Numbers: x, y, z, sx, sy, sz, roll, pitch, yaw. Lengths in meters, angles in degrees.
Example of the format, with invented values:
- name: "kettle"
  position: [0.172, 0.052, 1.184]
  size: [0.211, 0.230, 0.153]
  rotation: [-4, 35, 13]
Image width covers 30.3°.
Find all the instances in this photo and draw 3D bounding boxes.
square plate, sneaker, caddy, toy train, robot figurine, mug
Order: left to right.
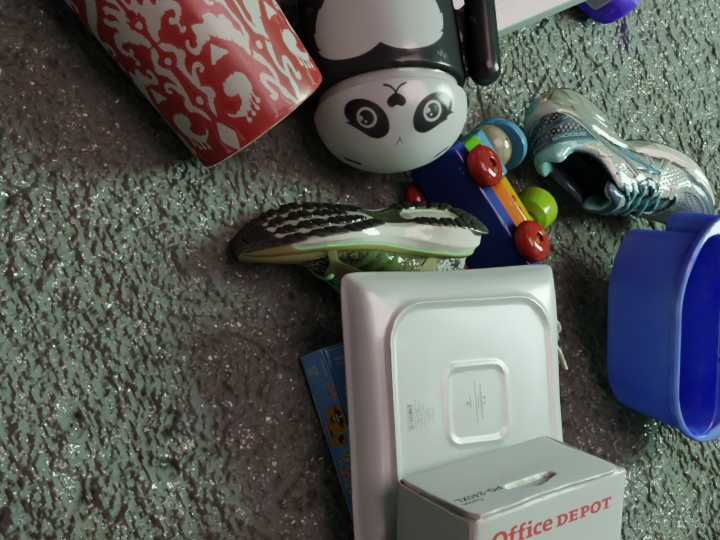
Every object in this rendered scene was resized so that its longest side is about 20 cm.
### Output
- name: "mug"
  position: [-0.113, -0.197, 0.937]
  size: [0.178, 0.133, 0.201]
  rotation: [-46, 106, -34]
- name: "sneaker"
  position: [0.000, 0.000, 0.992]
  size: [0.198, 0.077, 0.089]
  rotation: [-1, 109, -21]
- name: "robot figurine"
  position: [0.016, -0.176, 1.022]
  size: [0.124, 0.150, 0.202]
  rotation: [8, 70, -47]
- name: "square plate"
  position: [0.078, 0.098, 0.970]
  size: [0.197, 0.028, 0.202]
  rotation: [-2, 88, -34]
- name: "toy train"
  position: [0.131, -0.026, 1.094]
  size: [0.201, 0.084, 0.116]
  rotation: [56, 38, -9]
- name: "sneaker"
  position: [0.225, -0.073, 1.163]
  size: [0.199, 0.078, 0.087]
  rotation: [26, 44, -16]
- name: "caddy"
  position: [0.287, 0.044, 1.121]
  size: [0.141, 0.105, 0.202]
  rotation: [-20, 115, -40]

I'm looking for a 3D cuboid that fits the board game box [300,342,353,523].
- name: "board game box"
  position: [0.051, 0.139, 1.002]
  size: [0.150, 0.037, 0.202]
  rotation: [-14, 85, -37]

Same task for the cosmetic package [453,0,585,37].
- name: "cosmetic package"
  position: [0.114, -0.281, 1.133]
  size: [0.199, 0.052, 0.152]
  rotation: [-24, 92, -16]

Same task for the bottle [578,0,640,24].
- name: "bottle"
  position: [0.183, -0.319, 1.225]
  size: [0.200, 0.065, 0.084]
  rotation: [39, 55, -19]

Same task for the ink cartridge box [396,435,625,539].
- name: "ink cartridge box"
  position: [0.102, 0.231, 0.928]
  size: [0.144, 0.083, 0.202]
  rotation: [-10, 109, -36]
